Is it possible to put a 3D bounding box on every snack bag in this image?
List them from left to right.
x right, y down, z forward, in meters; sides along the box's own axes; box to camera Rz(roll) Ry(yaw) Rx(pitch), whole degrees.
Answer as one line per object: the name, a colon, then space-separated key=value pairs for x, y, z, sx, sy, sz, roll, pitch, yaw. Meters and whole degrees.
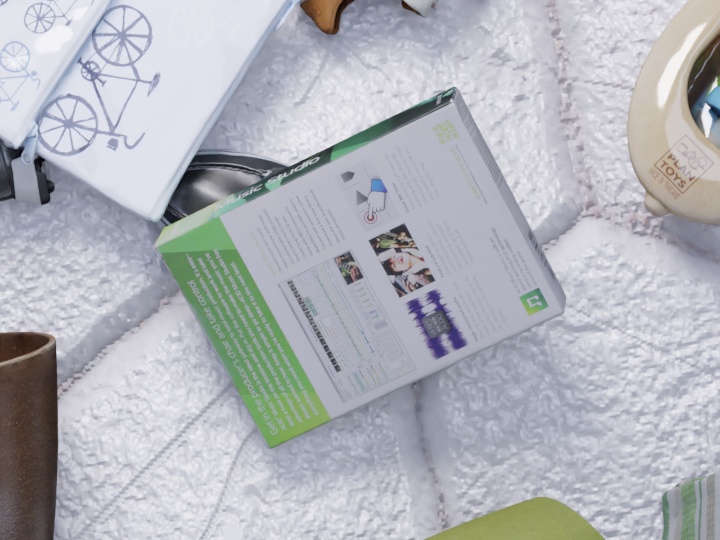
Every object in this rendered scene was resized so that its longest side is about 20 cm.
snack bag: x=-0.156 y=-0.149 z=1.609 sx=0.200 sy=0.021 sz=0.189 roll=33 pitch=81 yaw=-7

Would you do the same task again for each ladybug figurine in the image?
ladybug figurine: x=0.239 y=-0.107 z=1.650 sx=0.200 sy=0.072 sz=0.136 roll=-43 pitch=85 yaw=-8

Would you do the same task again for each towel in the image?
towel: x=0.203 y=0.189 z=1.543 sx=0.031 sy=0.200 sz=0.150 roll=2 pitch=82 yaw=-6

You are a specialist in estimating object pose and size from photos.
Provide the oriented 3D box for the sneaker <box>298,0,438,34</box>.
sneaker: x=0.052 y=-0.204 z=1.662 sx=0.199 sy=0.073 sz=0.085 roll=-25 pitch=86 yaw=6

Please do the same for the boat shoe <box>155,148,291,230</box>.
boat shoe: x=-0.032 y=-0.029 z=1.636 sx=0.199 sy=0.057 sz=0.069 roll=16 pitch=82 yaw=0

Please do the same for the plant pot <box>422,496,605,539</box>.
plant pot: x=0.058 y=0.226 z=1.558 sx=0.200 sy=0.187 sz=0.187 roll=-38 pitch=85 yaw=-22

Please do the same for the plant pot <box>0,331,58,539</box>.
plant pot: x=-0.249 y=0.151 z=1.555 sx=0.186 sy=0.187 sz=0.201 roll=-10 pitch=97 yaw=-4

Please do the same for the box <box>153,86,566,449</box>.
box: x=0.000 y=0.000 z=1.592 sx=0.199 sy=0.036 sz=0.145 roll=-25 pitch=104 yaw=12

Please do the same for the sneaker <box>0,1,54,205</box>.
sneaker: x=-0.245 y=-0.130 z=1.636 sx=0.090 sy=0.066 sz=0.201 roll=-12 pitch=85 yaw=-6
